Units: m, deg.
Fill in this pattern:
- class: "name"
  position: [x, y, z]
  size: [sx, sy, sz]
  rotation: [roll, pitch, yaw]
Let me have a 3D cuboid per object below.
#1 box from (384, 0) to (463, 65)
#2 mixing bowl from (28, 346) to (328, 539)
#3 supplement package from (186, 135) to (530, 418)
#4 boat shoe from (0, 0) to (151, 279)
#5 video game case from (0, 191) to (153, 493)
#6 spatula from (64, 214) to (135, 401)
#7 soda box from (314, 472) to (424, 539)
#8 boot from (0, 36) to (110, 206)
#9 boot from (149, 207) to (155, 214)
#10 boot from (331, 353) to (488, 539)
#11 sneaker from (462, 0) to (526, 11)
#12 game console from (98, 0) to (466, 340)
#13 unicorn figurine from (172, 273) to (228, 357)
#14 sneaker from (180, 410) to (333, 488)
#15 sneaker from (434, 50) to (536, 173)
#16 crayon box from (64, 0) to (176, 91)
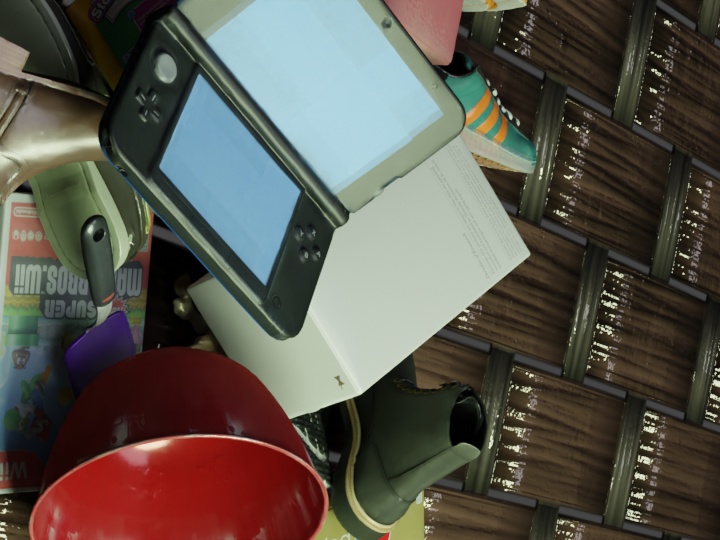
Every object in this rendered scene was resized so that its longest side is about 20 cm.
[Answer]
- class: "box"
  position: [-0.015, -0.230, 1.461]
  size: [0.200, 0.127, 0.110]
  rotation: [24, 76, -64]
- class: "mixing bowl"
  position: [-0.125, 0.124, 1.359]
  size: [0.200, 0.199, 0.109]
  rotation: [43, 29, -45]
- class: "supplement package"
  position: [0.000, 0.000, 1.443]
  size: [0.200, 0.121, 0.120]
  rotation: [-38, 99, -37]
- class: "boat shoe"
  position: [-0.194, -0.097, 1.333]
  size: [0.061, 0.071, 0.203]
  rotation: [-38, 115, -61]
- class: "video game case"
  position: [-0.204, 0.050, 1.387]
  size: [0.142, 0.017, 0.202]
  rotation: [3, 94, -52]
- class: "spatula"
  position: [-0.171, 0.023, 1.322]
  size: [0.056, 0.021, 0.201]
  rotation: [-38, 159, -26]
- class: "soda box"
  position: [-0.035, 0.207, 1.581]
  size: [0.199, 0.067, 0.065]
  rotation: [-14, 107, -50]
- class: "boot"
  position: [-0.223, -0.030, 1.252]
  size: [0.185, 0.064, 0.201]
  rotation: [27, 88, -21]
- class: "boot"
  position: [-0.107, -0.121, 1.450]
  size: [0.146, 0.070, 0.201]
  rotation: [42, 50, -33]
- class: "boot"
  position: [0.050, 0.101, 1.569]
  size: [0.077, 0.138, 0.201]
  rotation: [29, 41, -28]
- class: "sneaker"
  position: [0.079, -0.271, 1.652]
  size: [0.199, 0.078, 0.078]
  rotation: [30, 63, -50]
- class: "game console"
  position: [-0.043, -0.087, 1.260]
  size: [0.200, 0.118, 0.172]
  rotation: [48, 41, -31]
- class: "unicorn figurine"
  position: [-0.064, 0.007, 1.524]
  size: [0.200, 0.074, 0.138]
  rotation: [-50, 133, -13]
- class: "sneaker"
  position: [-0.081, 0.128, 1.524]
  size: [0.200, 0.079, 0.074]
  rotation: [39, 33, -62]
- class: "sneaker"
  position: [0.090, -0.137, 1.685]
  size: [0.199, 0.071, 0.081]
  rotation: [21, 83, -49]
- class: "crayon box"
  position: [-0.086, -0.183, 1.335]
  size: [0.199, 0.119, 0.058]
  rotation: [-38, 155, 11]
